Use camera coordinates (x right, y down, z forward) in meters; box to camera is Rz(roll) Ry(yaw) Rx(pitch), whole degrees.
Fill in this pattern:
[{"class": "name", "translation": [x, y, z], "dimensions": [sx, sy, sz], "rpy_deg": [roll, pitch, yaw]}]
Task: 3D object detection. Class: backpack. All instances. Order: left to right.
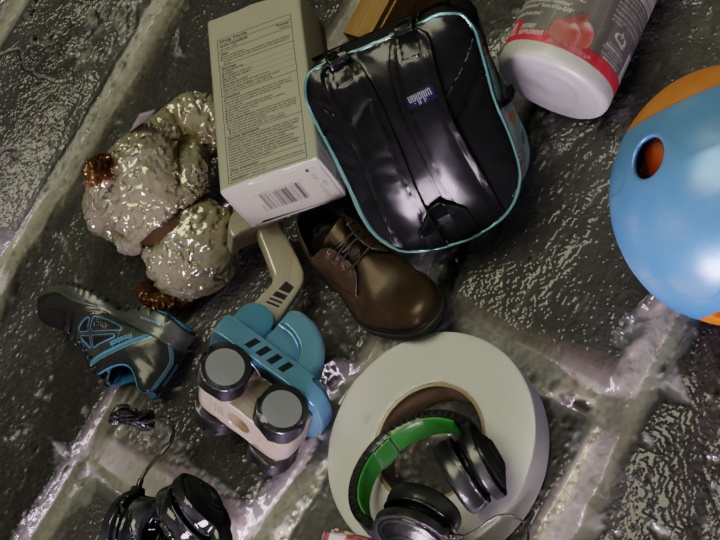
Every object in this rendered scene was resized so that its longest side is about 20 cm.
[{"class": "backpack", "translation": [0.060, -0.126, 1.325], "dimensions": [0.174, 0.153, 0.202], "rpy_deg": [-21, 98, 14]}]

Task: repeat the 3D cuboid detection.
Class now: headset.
[{"class": "headset", "translation": [-0.185, 0.223, 1.331], "dimensions": [0.122, 0.094, 0.203], "rpy_deg": [-19, 68, 20]}, {"class": "headset", "translation": [0.074, 0.190, 1.181], "dimensions": [0.123, 0.094, 0.199], "rpy_deg": [-44, 34, -12]}]

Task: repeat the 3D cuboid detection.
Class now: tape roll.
[{"class": "tape roll", "translation": [0.064, 0.152, 1.266], "dimensions": [0.200, 0.037, 0.205], "rpy_deg": [-14, 59, 25]}]

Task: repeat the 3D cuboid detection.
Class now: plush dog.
[{"class": "plush dog", "translation": [-0.185, -0.054, 1.455], "dimensions": [0.200, 0.160, 0.172], "rpy_deg": [-41, 91, 17]}]

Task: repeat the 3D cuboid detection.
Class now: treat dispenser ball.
[{"class": "treat dispenser ball", "translation": [0.291, -0.058, 1.136], "dimensions": [0.198, 0.201, 0.203], "rpy_deg": [-14, 59, 24]}]

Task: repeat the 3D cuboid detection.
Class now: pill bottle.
[{"class": "pill bottle", "translation": [0.212, -0.250, 1.342], "dimensions": [0.110, 0.111, 0.202], "rpy_deg": [17, 75, 35]}]

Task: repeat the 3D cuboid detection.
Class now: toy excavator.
[{"class": "toy excavator", "translation": [-0.083, 0.055, 1.360], "dimensions": [0.193, 0.100, 0.200], "rpy_deg": [35, 61, 11]}]

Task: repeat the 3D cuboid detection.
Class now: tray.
[{"class": "tray", "translation": [0.063, -0.289, 1.457], "dimensions": [0.037, 0.099, 0.202], "rpy_deg": [22, 78, 35]}]

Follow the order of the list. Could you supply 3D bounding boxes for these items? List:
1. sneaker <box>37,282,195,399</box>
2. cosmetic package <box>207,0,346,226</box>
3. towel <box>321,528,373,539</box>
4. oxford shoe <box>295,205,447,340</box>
[{"class": "sneaker", "translation": [-0.260, 0.068, 1.479], "dimensions": [0.198, 0.073, 0.083], "rpy_deg": [13, 74, 36]}, {"class": "cosmetic package", "translation": [-0.080, -0.154, 1.388], "dimensions": [0.104, 0.071, 0.202], "rpy_deg": [-16, 58, 17]}, {"class": "towel", "translation": [0.039, 0.303, 1.187], "dimensions": [0.198, 0.023, 0.146], "rpy_deg": [13, 85, 29]}, {"class": "oxford shoe", "translation": [0.000, 0.000, 1.339], "dimensions": [0.073, 0.085, 0.199], "rpy_deg": [-48, 45, -10]}]
